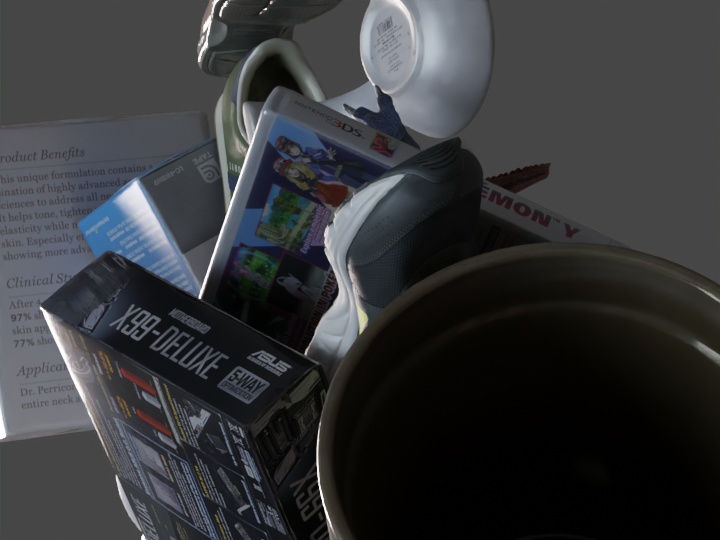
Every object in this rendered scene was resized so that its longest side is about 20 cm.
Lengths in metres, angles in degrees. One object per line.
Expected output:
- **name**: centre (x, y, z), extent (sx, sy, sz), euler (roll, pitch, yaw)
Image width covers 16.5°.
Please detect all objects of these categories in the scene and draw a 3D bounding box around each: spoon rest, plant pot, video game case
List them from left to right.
- **spoon rest**: centre (0.013, -0.104, 1.309), extent (0.200, 0.060, 0.100), euler (-27, 72, 53)
- **video game case**: centre (0.017, 0.018, 1.186), extent (0.200, 0.182, 0.023), euler (113, -177, -50)
- **plant pot**: centre (0.086, 0.117, 1.032), extent (0.174, 0.199, 0.201), euler (85, 166, -55)

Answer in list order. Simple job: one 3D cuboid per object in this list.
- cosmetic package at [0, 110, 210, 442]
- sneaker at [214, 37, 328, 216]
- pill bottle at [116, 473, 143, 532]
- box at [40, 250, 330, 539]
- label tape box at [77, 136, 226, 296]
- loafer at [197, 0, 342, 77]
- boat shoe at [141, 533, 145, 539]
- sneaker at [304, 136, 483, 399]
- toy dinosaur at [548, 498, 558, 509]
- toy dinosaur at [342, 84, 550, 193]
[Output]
- **cosmetic package**: centre (-0.191, 0.008, 1.671), extent (0.166, 0.167, 0.201), euler (164, 100, -68)
- **sneaker**: centre (-0.040, -0.041, 1.418), extent (0.090, 0.067, 0.201), euler (119, 142, -60)
- **pill bottle**: centre (-0.036, 0.111, 1.360), extent (0.200, 0.110, 0.111), euler (3, 99, 50)
- **box**: centre (-0.061, 0.102, 1.203), extent (0.157, 0.050, 0.201), euler (26, 147, 42)
- **label tape box**: centre (-0.086, 0.030, 1.536), extent (0.201, 0.066, 0.143), euler (59, 157, -2)
- **loafer**: centre (-0.056, -0.170, 1.431), extent (0.200, 0.072, 0.063), euler (139, 129, -67)
- **boat shoe**: centre (-0.078, 0.179, 1.536), extent (0.072, 0.072, 0.200), euler (-50, 19, -5)
- **sneaker**: centre (0.031, 0.021, 1.088), extent (0.085, 0.074, 0.200), euler (50, 153, 24)
- **toy dinosaur**: centre (0.056, 0.076, 1.160), extent (0.200, 0.047, 0.089), euler (-26, 78, 46)
- **toy dinosaur**: centre (0.000, 0.000, 1.272), extent (0.199, 0.105, 0.182), euler (23, 153, 27)
